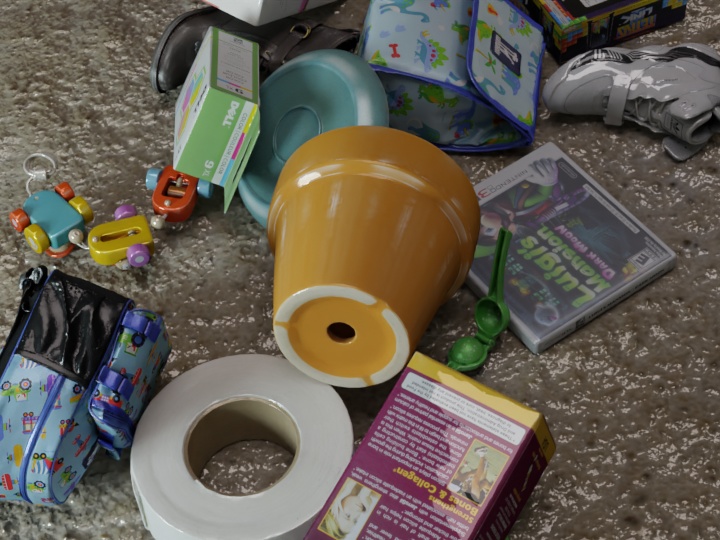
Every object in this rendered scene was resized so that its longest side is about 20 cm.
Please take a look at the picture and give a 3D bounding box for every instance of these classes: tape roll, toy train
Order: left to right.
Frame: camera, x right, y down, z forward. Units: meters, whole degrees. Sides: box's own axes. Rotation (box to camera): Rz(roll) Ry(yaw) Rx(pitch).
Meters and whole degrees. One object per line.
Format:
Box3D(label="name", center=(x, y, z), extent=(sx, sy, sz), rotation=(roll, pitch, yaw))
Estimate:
Box3D(label="toy train", center=(-0.256, -0.060, 1.666), extent=(0.200, 0.056, 0.150), rotation=(6, 50, 6))
Box3D(label="tape roll", center=(-0.104, 0.175, 1.452), extent=(0.202, 0.071, 0.203), rotation=(-2, 52, 2))

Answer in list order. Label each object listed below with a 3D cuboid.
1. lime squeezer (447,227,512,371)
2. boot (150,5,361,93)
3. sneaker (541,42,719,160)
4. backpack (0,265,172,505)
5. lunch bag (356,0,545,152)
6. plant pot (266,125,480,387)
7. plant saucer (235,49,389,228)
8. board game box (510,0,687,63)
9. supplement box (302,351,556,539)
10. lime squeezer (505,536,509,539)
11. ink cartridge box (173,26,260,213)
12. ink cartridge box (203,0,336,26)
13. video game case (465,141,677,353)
Box3D(label="lime squeezer", center=(0.106, 0.061, 1.522), extent=(0.038, 0.071, 0.200), rotation=(31, 91, 22))
Box3D(label="boot", center=(-0.115, -0.238, 1.785), extent=(0.174, 0.069, 0.200), rotation=(29, 57, 25))
Box3D(label="sneaker", center=(0.298, -0.176, 1.699), extent=(0.200, 0.075, 0.115), rotation=(-8, 48, -7))
Box3D(label="backpack", center=(-0.266, 0.121, 1.445), extent=(0.134, 0.183, 0.200), rotation=(20, 70, 3))
Box3D(label="lunch bag", center=(0.097, -0.221, 1.728), extent=(0.200, 0.128, 0.170), rotation=(15, 52, -6))
Box3D(label="plant pot", center=(0.000, 0.000, 1.482), extent=(0.200, 0.200, 0.183), rotation=(6, 41, 9))
Box3D(label="plant saucer", center=(-0.059, -0.135, 1.649), extent=(0.200, 0.027, 0.201), rotation=(-12, 70, 35))
Box3D(label="board game box", center=(0.253, -0.340, 1.848), extent=(0.165, 0.057, 0.200), rotation=(-20, 52, -14))
Box3D(label="supplement box", center=(0.061, 0.192, 1.371), extent=(0.131, 0.103, 0.200), rotation=(27, 75, 23))
Box3D(label="lime squeezer", center=(0.094, 0.214, 1.426), extent=(0.071, 0.038, 0.200), rotation=(-37, 60, -26))
Box3D(label="ink cartridge box", center=(-0.148, -0.158, 1.659), extent=(0.059, 0.104, 0.200), rotation=(18, 30, -16))
Box3D(label="ink cartridge box", center=(-0.096, -0.344, 1.823), extent=(0.116, 0.068, 0.200), rotation=(28, 32, 23))
Box3D(label="video game case", center=(0.184, -0.028, 1.623), extent=(0.182, 0.023, 0.200), rotation=(-31, 56, -19))
